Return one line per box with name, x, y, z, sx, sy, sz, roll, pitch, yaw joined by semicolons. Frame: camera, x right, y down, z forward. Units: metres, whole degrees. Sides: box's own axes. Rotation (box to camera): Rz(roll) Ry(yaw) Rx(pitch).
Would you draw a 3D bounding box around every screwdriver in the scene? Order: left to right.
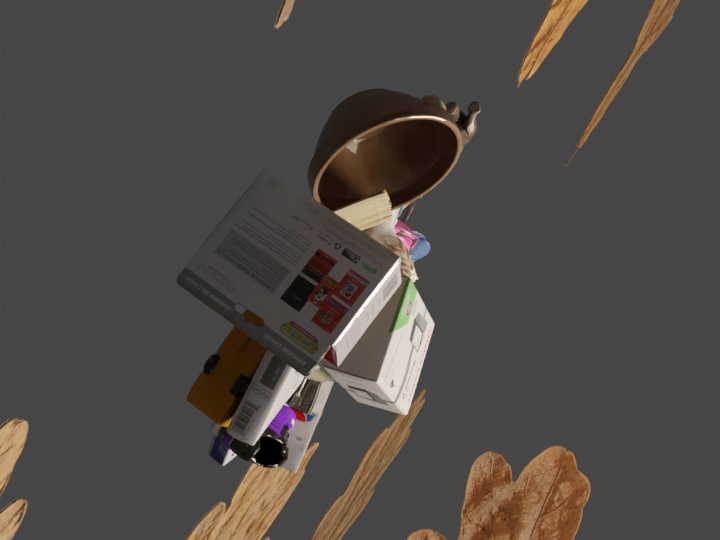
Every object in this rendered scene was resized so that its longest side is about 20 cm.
screwdriver;0.054;-0.057;1.752;0.029;0.028;0.201;-84;-165;-53

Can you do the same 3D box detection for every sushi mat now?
sushi mat;-0.052;-0.049;1.290;0.198;0.012;0.096;-21;160;2

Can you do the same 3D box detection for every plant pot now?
plant pot;0.020;-0.160;1.259;0.199;0.093;0.201;-18;154;-9

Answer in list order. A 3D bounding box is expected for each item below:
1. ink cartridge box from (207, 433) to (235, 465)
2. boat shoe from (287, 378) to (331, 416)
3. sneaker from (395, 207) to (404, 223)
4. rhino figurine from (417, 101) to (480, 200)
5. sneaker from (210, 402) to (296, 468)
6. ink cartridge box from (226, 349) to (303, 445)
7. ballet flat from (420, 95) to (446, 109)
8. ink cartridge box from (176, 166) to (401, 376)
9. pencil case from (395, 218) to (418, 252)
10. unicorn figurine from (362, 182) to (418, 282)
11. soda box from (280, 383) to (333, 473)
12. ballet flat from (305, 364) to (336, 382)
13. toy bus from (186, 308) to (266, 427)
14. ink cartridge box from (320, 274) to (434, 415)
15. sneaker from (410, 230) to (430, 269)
ink cartridge box;-0.148;0.191;1.614;0.200;0.040;0.201;-37;156;-49
boat shoe;-0.070;0.139;1.683;0.071;0.063;0.202;133;-25;-63
sneaker;0.031;-0.064;1.475;0.130;0.079;0.202;-26;119;-67
rhino figurine;0.119;-0.186;1.627;0.200;0.060;0.088;-51;168;-8
sneaker;-0.139;0.253;1.511;0.070;0.099;0.200;-53;158;12
ink cartridge box;-0.104;0.131;1.414;0.163;0.057;0.200;-63;179;26
ballet flat;0.079;-0.166;1.530;0.063;0.068;0.201;-112;-145;-54
ink cartridge box;-0.082;0.012;1.170;0.176;0.199;0.084;-51;164;-16
pencil case;0.000;0.000;1.594;0.201;0.090;0.094;-55;164;4
unicorn figurine;0.018;-0.058;1.368;0.074;0.136;0.202;-25;122;-69
soda box;-0.102;0.246;1.710;0.200;0.063;0.069;-67;180;-58
ballet flat;-0.035;0.125;1.435;0.070;0.069;0.200;-58;175;7
toy bus;-0.155;0.117;1.404;0.201;0.065;0.078;-55;164;-5
ink cartridge box;0.030;0.098;1.369;0.200;0.083;0.147;55;51;-66
sneaker;0.060;-0.003;1.719;0.199;0.089;0.079;-28;159;-46
